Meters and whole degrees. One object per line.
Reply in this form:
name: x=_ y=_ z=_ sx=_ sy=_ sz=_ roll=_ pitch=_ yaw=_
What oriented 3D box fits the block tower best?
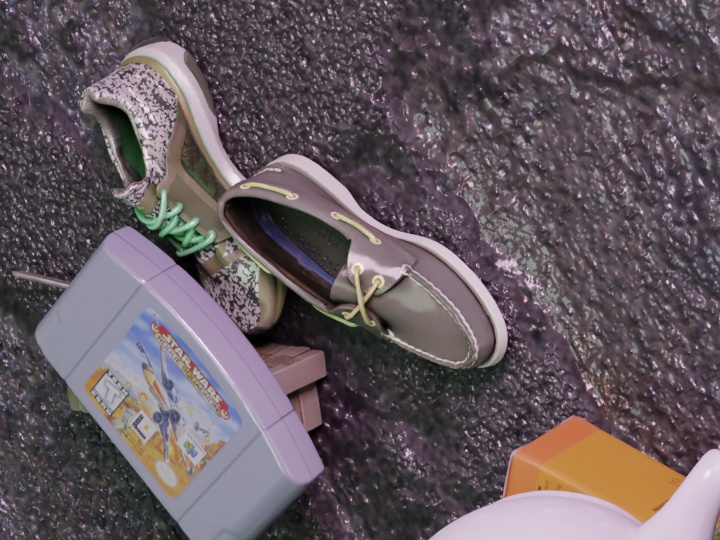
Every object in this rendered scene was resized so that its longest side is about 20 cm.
block tower: x=-0.112 y=0.072 z=1.837 sx=0.199 sy=0.054 sz=0.058 roll=8 pitch=113 yaw=41

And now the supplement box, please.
supplement box: x=0.176 y=0.160 z=1.605 sx=0.200 sy=0.066 sz=0.069 roll=27 pitch=124 yaw=32

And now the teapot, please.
teapot: x=0.102 y=0.192 z=1.542 sx=0.199 sy=0.146 sz=0.198 roll=6 pitch=132 yaw=10

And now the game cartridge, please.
game cartridge: x=-0.114 y=0.076 z=1.775 sx=0.200 sy=0.041 sz=0.133 roll=50 pitch=140 yaw=8

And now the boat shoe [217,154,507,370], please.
boat shoe: x=-0.001 y=0.002 z=1.702 sx=0.201 sy=0.060 sz=0.072 roll=36 pitch=128 yaw=26

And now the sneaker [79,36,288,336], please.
sneaker: x=-0.119 y=-0.043 z=1.770 sx=0.077 sy=0.088 sz=0.201 roll=-31 pitch=86 yaw=45

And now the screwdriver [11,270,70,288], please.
screwdriver: x=-0.160 y=0.020 z=1.880 sx=0.199 sy=0.028 sz=0.029 roll=8 pitch=140 yaw=42
